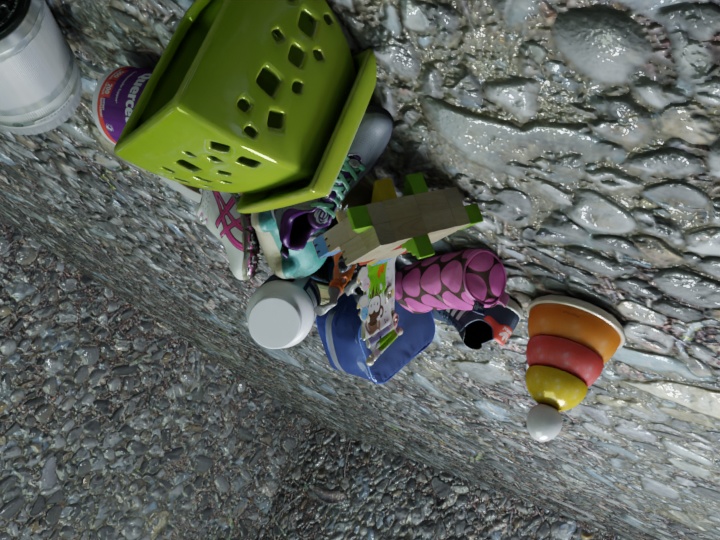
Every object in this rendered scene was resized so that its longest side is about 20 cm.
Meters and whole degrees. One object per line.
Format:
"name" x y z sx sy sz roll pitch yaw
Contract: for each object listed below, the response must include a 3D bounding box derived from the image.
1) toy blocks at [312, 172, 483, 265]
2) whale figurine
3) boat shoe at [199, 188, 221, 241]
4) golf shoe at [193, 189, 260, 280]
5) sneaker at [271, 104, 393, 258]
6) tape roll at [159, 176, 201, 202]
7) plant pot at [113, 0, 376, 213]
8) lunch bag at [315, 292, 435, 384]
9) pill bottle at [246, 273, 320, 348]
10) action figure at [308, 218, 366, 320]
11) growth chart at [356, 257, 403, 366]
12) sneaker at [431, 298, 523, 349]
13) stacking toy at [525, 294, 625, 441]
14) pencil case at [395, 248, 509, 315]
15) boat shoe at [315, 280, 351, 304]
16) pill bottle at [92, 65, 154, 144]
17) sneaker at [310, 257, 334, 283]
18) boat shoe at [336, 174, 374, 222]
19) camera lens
"toy blocks" 0.035 -0.047 0.820 0.137 0.199 0.100 -28 80 53
"whale figurine" -0.107 -0.066 1.011 0.103 0.160 0.200 -9 158 9
"boat shoe" -0.223 -0.080 1.111 0.073 0.066 0.200 16 158 26
"golf shoe" -0.207 -0.080 1.004 0.092 0.201 0.073 -11 173 3
"sneaker" -0.028 -0.096 0.747 0.074 0.088 0.200 24 128 -32
"tape roll" -0.284 -0.173 1.110 0.202 0.037 0.203 25 160 9
"plant pot" -0.107 -0.172 0.667 0.181 0.201 0.199 32 160 -30
"lunch bag" 0.028 0.090 1.138 0.132 0.200 0.136 11 124 45
"pill bottle" -0.129 0.065 1.085 0.111 0.111 0.200 28 -172 -2
"action figure" 0.000 0.000 0.976 0.104 0.193 0.201 -22 95 39
"growth chart" 0.030 0.040 0.961 0.018 0.145 0.201 10 118 23
"sneaker" 0.175 0.087 1.090 0.075 0.085 0.200 37 158 -26
"stacking toy" 0.282 0.149 0.936 0.146 0.201 0.146 24 160 10
"pencil case" 0.133 0.025 0.992 0.094 0.091 0.200 35 161 -22
"boat shoe" -0.081 0.043 1.295 0.073 0.063 0.200 -14 -170 -36
"pill bottle" -0.256 -0.209 0.874 0.199 0.113 0.113 15 157 29
"sneaker" -0.121 -0.035 1.184 0.200 0.073 0.082 41 156 -32
"boat shoe" -0.018 -0.117 0.864 0.073 0.063 0.201 -25 143 15
"camera lens" -0.481 -0.297 0.874 0.159 0.160 0.200 25 160 7
